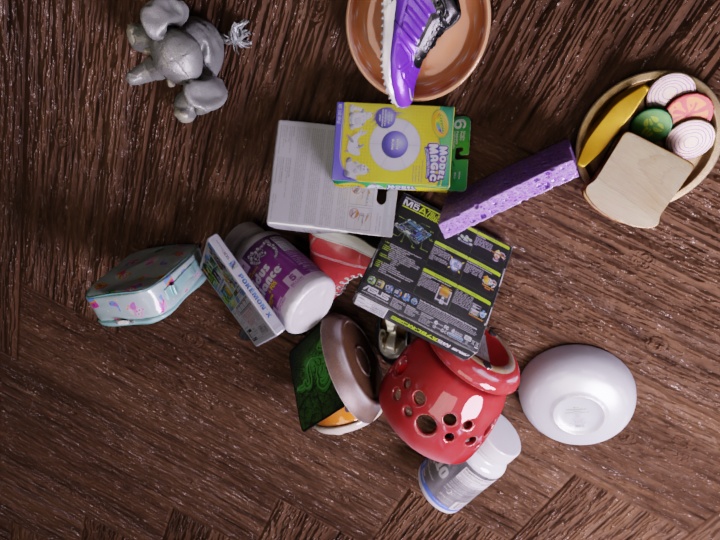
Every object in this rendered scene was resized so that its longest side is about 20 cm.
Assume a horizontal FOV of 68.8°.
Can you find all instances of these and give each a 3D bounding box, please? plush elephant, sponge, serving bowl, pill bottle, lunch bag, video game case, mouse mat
[{"bbox_3d":[-0.267,-0.307,0.768,0.197,0.155,0.167,-15,112,23],"label":"plush elephant"},{"bbox_3d":[0.209,-0.118,0.753,0.198,0.112,0.030,-24,108,26],"label":"sponge"},{"bbox_3d":[0.376,0.231,0.914,0.197,0.066,0.203,7,120,13],"label":"serving bowl"},{"bbox_3d":[-0.144,0.005,0.892,0.199,0.111,0.114,38,126,26],"label":"pill bottle"},{"bbox_3d":[0.207,0.364,1.006,0.113,0.114,0.201,33,121,-3],"label":"pill bottle"},{"bbox_3d":[-0.376,0.025,0.950,0.158,0.201,0.078,-3,118,16],"label":"lunch bag"},{"bbox_3d":[-0.206,0.042,0.891,0.183,0.022,0.200,55,157,-2],"label":"video game case"},{"bbox_3d":[-0.085,0.196,0.973,0.007,0.163,0.200,2,151,-32],"label":"mouse mat"}]

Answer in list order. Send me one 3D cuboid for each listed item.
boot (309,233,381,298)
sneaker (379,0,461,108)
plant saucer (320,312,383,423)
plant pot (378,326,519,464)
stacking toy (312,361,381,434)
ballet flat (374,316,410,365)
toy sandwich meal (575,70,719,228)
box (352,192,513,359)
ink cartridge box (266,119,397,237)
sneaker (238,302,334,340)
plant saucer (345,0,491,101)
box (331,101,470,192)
[{"bbox_3d":[0.000,0.000,0.904,0.197,0.072,0.146,18,122,16],"label":"boot"},{"bbox_3d":[0.078,-0.310,0.673,0.098,0.070,0.203,5,119,11],"label":"sneaker"},{"bbox_3d":[-0.006,0.162,0.916,0.032,0.201,0.202,-25,108,16],"label":"plant saucer"},{"bbox_3d":[0.156,0.186,0.882,0.199,0.201,0.184,31,115,-2],"label":"plant pot"},{"bbox_3d":[-0.045,0.192,0.998,0.144,0.146,0.203,-13,98,22],"label":"stacking toy"},{"bbox_3d":[0.057,0.102,0.939,0.072,0.073,0.203,10,120,11],"label":"ballet flat"},{"bbox_3d":[0.382,-0.159,0.704,0.201,0.070,0.208,7,119,13],"label":"toy sandwich meal"},{"bbox_3d":[0.114,0.005,0.806,0.198,0.195,0.048,26,152,1],"label":"box"},{"bbox_3d":[-0.040,-0.138,0.818,0.196,0.057,0.166,7,89,1],"label":"ink cartridge box"},{"bbox_3d":[-0.145,0.096,1.000,0.104,0.060,0.200,42,117,-3],"label":"sneaker"},{"bbox_3d":[0.078,-0.339,0.720,0.197,0.038,0.203,8,119,13],"label":"plant saucer"},{"bbox_3d":[0.060,-0.177,0.765,0.196,0.048,0.120,4,88,3],"label":"box"}]
